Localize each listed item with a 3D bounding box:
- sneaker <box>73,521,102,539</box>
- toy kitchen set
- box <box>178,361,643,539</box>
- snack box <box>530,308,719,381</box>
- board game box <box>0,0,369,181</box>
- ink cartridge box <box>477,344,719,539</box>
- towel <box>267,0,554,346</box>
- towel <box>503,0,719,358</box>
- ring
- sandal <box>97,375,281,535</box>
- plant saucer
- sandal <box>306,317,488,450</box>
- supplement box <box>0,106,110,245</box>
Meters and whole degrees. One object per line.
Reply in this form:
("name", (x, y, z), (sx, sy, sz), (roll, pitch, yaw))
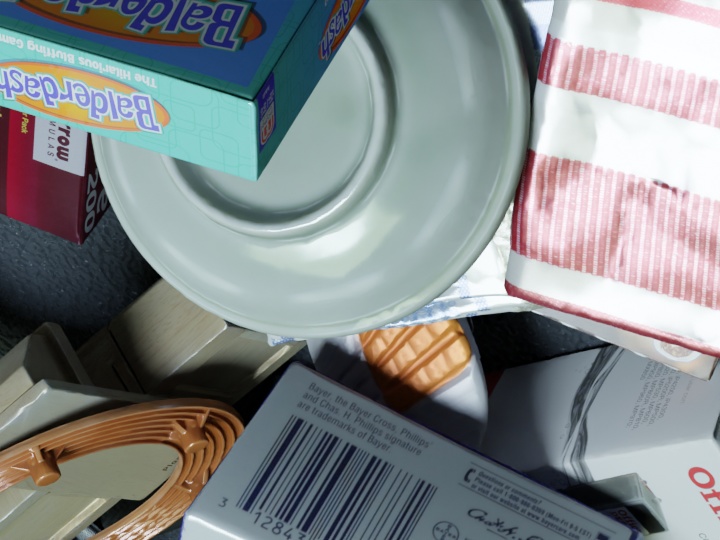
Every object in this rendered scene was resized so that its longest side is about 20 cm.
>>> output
("sneaker", (-0.154, 0.186, 1.567), (0.200, 0.075, 0.114), (52, 171, -20))
("toy kitchen set", (-0.175, 0.021, 1.380), (0.200, 0.163, 0.180), (-40, 67, 19))
("box", (0.012, 0.168, 1.328), (0.184, 0.105, 0.200), (26, 144, 9))
("snack box", (0.075, -0.022, 1.256), (0.200, 0.024, 0.072), (22, 107, 8))
("board game box", (-0.069, -0.133, 1.115), (0.152, 0.200, 0.045), (18, 139, 15))
("ink cartridge box", (0.134, 0.114, 1.344), (0.200, 0.083, 0.147), (-15, 123, 41))
("towel", (0.031, -0.047, 1.229), (0.200, 0.024, 0.147), (-8, 109, 20))
("towel", (0.139, -0.058, 1.156), (0.144, 0.023, 0.200), (17, 118, 15))
("ring", (-0.144, 0.121, 1.369), (0.019, 0.200, 0.200), (64, 146, 21))
("sandal", (-0.064, 0.099, 1.473), (0.048, 0.075, 0.200), (15, 163, -36))
("plant saucer", (-0.030, -0.068, 1.192), (0.200, 0.050, 0.200), (2, 96, 20))
("sandal", (0.007, -0.003, 1.326), (0.079, 0.059, 0.207), (-21, 98, 28))
("supplement box", (-0.206, -0.099, 1.344), (0.200, 0.061, 0.109), (21, 139, 10))
